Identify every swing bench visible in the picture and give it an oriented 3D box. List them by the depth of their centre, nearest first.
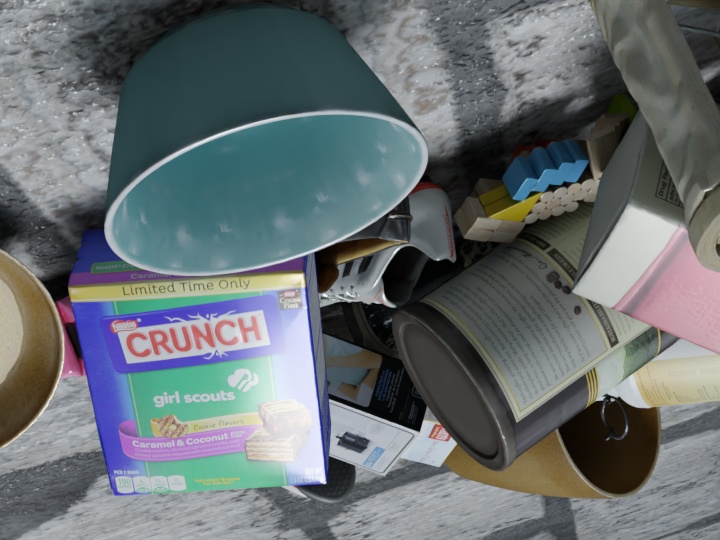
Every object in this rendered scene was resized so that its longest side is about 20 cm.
[{"bbox_3d":[0.254,-0.116,1.025,0.199,0.200,0.130,-9,156,-21],"label":"swing bench"}]

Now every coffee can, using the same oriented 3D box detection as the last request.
[{"bbox_3d":[0.146,0.041,1.258,0.199,0.147,0.147,-33,162,-15],"label":"coffee can"}]

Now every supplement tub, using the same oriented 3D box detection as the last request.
[{"bbox_3d":[0.305,0.052,1.496,0.199,0.146,0.144,-7,164,24],"label":"supplement tub"}]

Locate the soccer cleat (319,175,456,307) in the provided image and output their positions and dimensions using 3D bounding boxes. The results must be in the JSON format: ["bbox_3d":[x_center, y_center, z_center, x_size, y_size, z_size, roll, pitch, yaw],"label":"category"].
[{"bbox_3d":[0.000,0.000,1.263,0.068,0.086,0.200,6,149,-44],"label":"soccer cleat"}]

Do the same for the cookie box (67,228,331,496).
[{"bbox_3d":[-0.113,0.066,1.187,0.170,0.075,0.201,-4,125,2],"label":"cookie box"}]

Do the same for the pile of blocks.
[{"bbox_3d":[0.158,-0.090,1.215,0.199,0.062,0.082,-22,142,-4],"label":"pile of blocks"}]

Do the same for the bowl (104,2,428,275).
[{"bbox_3d":[-0.068,-0.087,0.979,0.199,0.106,0.201,-14,157,-6],"label":"bowl"}]

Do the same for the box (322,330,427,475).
[{"bbox_3d":[-0.049,0.098,1.365,0.199,0.060,0.117,22,151,-7],"label":"box"}]

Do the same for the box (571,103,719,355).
[{"bbox_3d":[0.265,-0.021,1.122,0.199,0.128,0.109,23,140,-1],"label":"box"}]

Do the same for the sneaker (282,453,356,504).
[{"bbox_3d":[-0.098,0.150,1.456,0.067,0.201,0.108,-58,179,-24],"label":"sneaker"}]

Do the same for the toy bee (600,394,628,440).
[{"bbox_3d":[0.144,0.092,1.472,0.108,0.132,0.200,-14,-170,-18],"label":"toy bee"}]

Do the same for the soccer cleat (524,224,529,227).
[{"bbox_3d":[0.221,-0.035,1.391,0.199,0.068,0.081,1,129,-28],"label":"soccer cleat"}]

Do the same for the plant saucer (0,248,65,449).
[{"bbox_3d":[-0.308,0.050,1.121,0.199,0.036,0.201,-7,122,-11],"label":"plant saucer"}]

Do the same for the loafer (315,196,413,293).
[{"bbox_3d":[-0.044,-0.016,1.211,0.200,0.073,0.073,-32,155,34],"label":"loafer"}]

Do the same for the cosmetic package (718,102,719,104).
[{"bbox_3d":[0.306,-0.095,1.262,0.103,0.073,0.200,-12,161,-48],"label":"cosmetic package"}]

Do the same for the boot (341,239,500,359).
[{"bbox_3d":[0.090,0.032,1.429,0.153,0.074,0.203,-29,157,20],"label":"boot"}]

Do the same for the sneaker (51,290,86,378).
[{"bbox_3d":[-0.252,0.054,1.246,0.199,0.080,0.095,-20,-159,-27],"label":"sneaker"}]

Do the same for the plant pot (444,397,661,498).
[{"bbox_3d":[0.181,0.157,1.689,0.186,0.188,0.199,6,164,-44],"label":"plant pot"}]

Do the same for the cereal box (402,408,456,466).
[{"bbox_3d":[-0.005,0.130,1.507,0.199,0.040,0.144,14,158,-4],"label":"cereal box"}]
